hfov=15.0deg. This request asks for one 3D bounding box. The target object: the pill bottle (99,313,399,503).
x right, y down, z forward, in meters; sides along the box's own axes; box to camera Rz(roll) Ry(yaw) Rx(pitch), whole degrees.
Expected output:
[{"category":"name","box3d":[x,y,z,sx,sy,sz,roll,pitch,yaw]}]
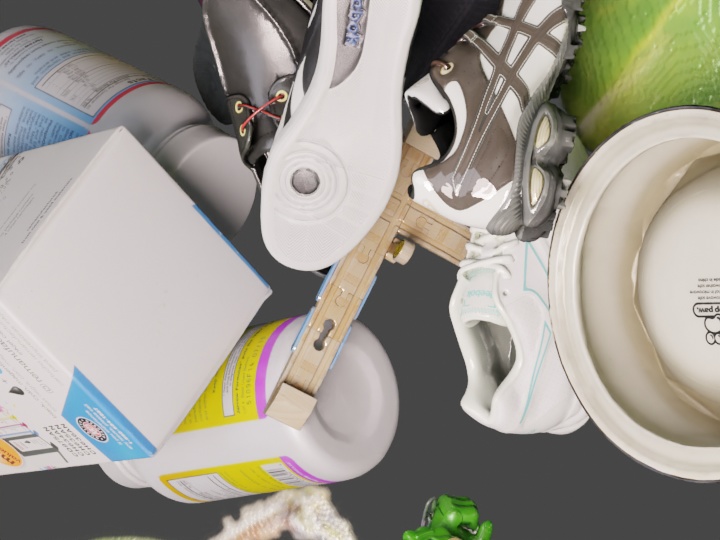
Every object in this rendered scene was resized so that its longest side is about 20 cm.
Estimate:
[{"category":"pill bottle","box3d":[-0.078,0.089,1.715,0.200,0.104,0.104,-12,86,43]}]

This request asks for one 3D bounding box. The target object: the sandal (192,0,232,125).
[{"category":"sandal","box3d":[-0.078,-0.162,1.685,0.075,0.048,0.201,53,146,29]}]

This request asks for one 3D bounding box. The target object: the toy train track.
[{"category":"toy train track","box3d":[0.000,0.000,1.604,0.200,0.115,0.033,-63,13,-4]}]

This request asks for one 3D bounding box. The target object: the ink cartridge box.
[{"category":"ink cartridge box","box3d":[-0.192,0.024,1.682,0.147,0.145,0.200,47,148,-23]}]

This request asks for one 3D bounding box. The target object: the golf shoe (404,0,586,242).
[{"category":"golf shoe","box3d":[0.075,-0.115,1.516,0.078,0.094,0.200,100,179,-61]}]

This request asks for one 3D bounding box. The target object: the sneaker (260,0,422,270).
[{"category":"sneaker","box3d":[-0.004,-0.105,1.576,0.073,0.112,0.200,16,111,-4]}]

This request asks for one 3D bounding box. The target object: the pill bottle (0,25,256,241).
[{"category":"pill bottle","box3d":[-0.164,-0.080,1.775,0.200,0.109,0.109,28,112,38]}]

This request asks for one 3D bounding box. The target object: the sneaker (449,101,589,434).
[{"category":"sneaker","box3d":[0.091,-0.003,1.565,0.070,0.080,0.200,-5,89,45]}]

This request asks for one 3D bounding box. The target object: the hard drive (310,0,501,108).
[{"category":"hard drive","box3d":[0.010,-0.200,1.645,0.200,0.042,0.135,53,126,26]}]

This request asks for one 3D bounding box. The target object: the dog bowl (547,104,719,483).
[{"category":"dog bowl","box3d":[0.199,0.010,1.469,0.200,0.074,0.200,5,98,42]}]

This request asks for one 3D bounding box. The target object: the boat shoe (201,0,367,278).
[{"category":"boat shoe","box3d":[-0.040,-0.091,1.638,0.074,0.063,0.201,-18,105,30]}]

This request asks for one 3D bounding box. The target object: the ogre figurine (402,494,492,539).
[{"category":"ogre figurine","box3d":[0.055,0.235,1.594,0.200,0.098,0.120,53,141,47]}]
